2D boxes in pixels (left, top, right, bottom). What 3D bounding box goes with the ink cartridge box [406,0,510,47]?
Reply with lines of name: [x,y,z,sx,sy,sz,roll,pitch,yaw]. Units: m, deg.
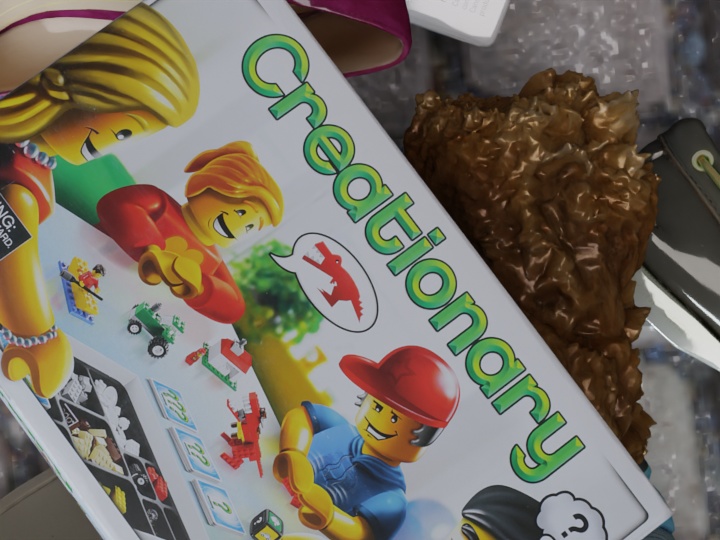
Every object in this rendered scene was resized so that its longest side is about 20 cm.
ink cartridge box: [-0.030,-0.163,0.759,0.199,0.068,0.117,21,97,-2]

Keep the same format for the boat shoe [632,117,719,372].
boat shoe: [0.163,0.033,0.780,0.202,0.072,0.060,43,102,-1]

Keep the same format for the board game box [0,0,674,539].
board game box: [-0.026,0.025,0.617,0.126,0.035,0.200,-36,84,-12]

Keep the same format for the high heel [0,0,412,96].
high heel: [-0.087,-0.069,0.664,0.199,0.096,0.068,-24,140,-14]

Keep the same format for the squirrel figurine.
squirrel figurine: [0.000,0.000,0.728,0.199,0.142,0.187,-10,58,8]

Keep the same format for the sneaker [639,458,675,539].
sneaker: [0.029,0.146,0.792,0.199,0.079,0.096,-28,93,5]

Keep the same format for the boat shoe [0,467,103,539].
boat shoe: [-0.045,0.079,0.809,0.199,0.073,0.063,-27,141,-2]
